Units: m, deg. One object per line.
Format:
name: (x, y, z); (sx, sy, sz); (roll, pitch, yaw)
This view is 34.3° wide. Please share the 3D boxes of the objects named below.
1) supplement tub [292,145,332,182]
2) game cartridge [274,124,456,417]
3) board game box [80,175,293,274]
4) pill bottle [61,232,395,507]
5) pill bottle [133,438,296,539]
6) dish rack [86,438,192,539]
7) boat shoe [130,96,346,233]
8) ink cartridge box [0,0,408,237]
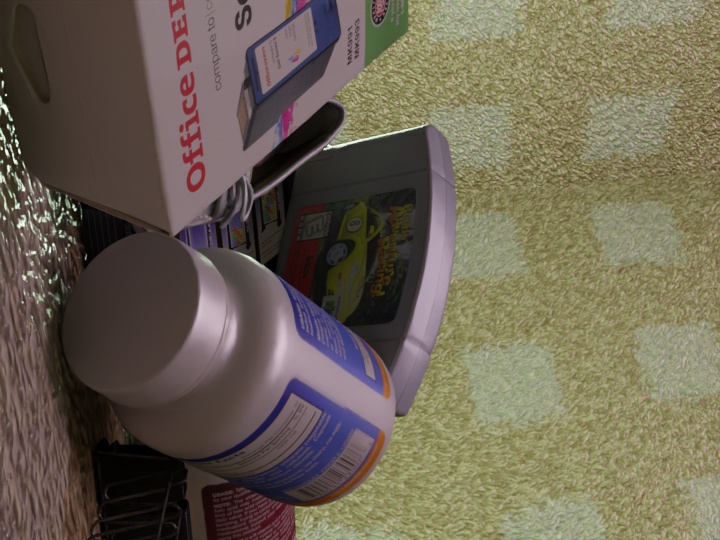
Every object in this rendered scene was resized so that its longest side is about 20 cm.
supplement tub: (-0.094, -0.051, 1.004); (0.123, 0.198, 0.124); (175, -90, -85)
game cartridge: (0.000, 0.000, 0.782); (0.041, 0.132, 0.201); (35, 57, -47)
board game box: (-0.105, -0.032, 0.759); (0.200, 0.056, 0.167); (-44, 132, -64)
pill bottle: (-0.068, 0.055, 0.637); (0.200, 0.111, 0.113); (41, 36, -55)
pill bottle: (-0.107, 0.149, 0.866); (0.114, 0.113, 0.201); (-103, -170, -57)
dish rack: (-0.110, 0.186, 0.591); (0.200, 0.054, 0.155); (-109, -167, -76)
boat shoe: (-0.070, -0.071, 0.667); (0.202, 0.064, 0.075); (-41, 130, -64)
ink cartridge box: (-0.062, -0.133, 0.512); (0.200, 0.087, 0.146); (-45, 146, -39)
